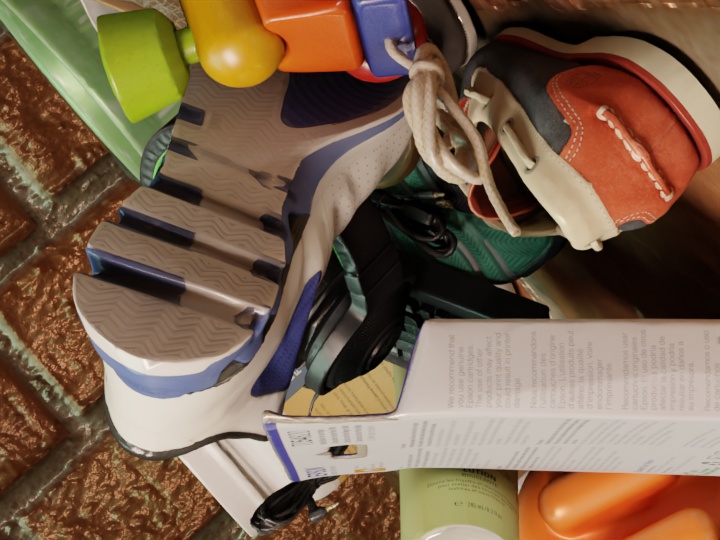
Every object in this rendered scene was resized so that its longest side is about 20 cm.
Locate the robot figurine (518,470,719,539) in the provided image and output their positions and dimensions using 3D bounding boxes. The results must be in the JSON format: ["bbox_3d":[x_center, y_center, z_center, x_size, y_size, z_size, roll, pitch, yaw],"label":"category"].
[{"bbox_3d":[0.138,0.131,0.896,0.144,0.117,0.200,22,170,20],"label":"robot figurine"}]

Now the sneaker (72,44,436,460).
[{"bbox_3d":[-0.047,-0.006,0.686,0.080,0.199,0.115,24,139,8],"label":"sneaker"}]

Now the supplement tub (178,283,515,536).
[{"bbox_3d":[-0.027,0.037,1.052,0.145,0.200,0.145,47,172,8],"label":"supplement tub"}]

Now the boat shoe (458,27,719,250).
[{"bbox_3d":[0.064,-0.042,0.664,0.071,0.063,0.200,48,174,-12],"label":"boat shoe"}]

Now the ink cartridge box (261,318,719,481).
[{"bbox_3d":[0.067,0.051,0.712,0.200,0.200,0.041,91,179,-79],"label":"ink cartridge box"}]

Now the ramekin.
[{"bbox_3d":[-0.148,-0.144,1.225,0.200,0.098,0.200,47,173,8],"label":"ramekin"}]

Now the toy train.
[{"bbox_3d":[-0.035,-0.079,0.629,0.085,0.116,0.200,71,179,-65],"label":"toy train"}]

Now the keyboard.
[{"bbox_3d":[0.000,0.000,0.845,0.200,0.021,0.127,20,142,32],"label":"keyboard"}]

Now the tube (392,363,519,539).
[{"bbox_3d":[0.045,0.078,0.872,0.058,0.052,0.200,59,-164,-24],"label":"tube"}]

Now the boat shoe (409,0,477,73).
[{"bbox_3d":[-0.041,-0.141,0.736,0.200,0.057,0.067,47,159,2],"label":"boat shoe"}]

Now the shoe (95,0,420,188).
[{"bbox_3d":[-0.047,-0.108,0.809,0.200,0.070,0.053,38,-150,15],"label":"shoe"}]

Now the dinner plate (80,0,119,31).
[{"bbox_3d":[-0.142,-0.210,0.911,0.200,0.024,0.200,-16,-90,-88],"label":"dinner plate"}]

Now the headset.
[{"bbox_3d":[-0.040,0.021,0.806,0.123,0.094,0.200,19,140,36],"label":"headset"}]

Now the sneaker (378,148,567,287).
[{"bbox_3d":[0.037,-0.041,0.859,0.200,0.088,0.074,-9,122,52],"label":"sneaker"}]

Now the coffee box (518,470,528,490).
[{"bbox_3d":[0.180,0.177,1.042,0.200,0.080,0.113,46,171,16],"label":"coffee box"}]
